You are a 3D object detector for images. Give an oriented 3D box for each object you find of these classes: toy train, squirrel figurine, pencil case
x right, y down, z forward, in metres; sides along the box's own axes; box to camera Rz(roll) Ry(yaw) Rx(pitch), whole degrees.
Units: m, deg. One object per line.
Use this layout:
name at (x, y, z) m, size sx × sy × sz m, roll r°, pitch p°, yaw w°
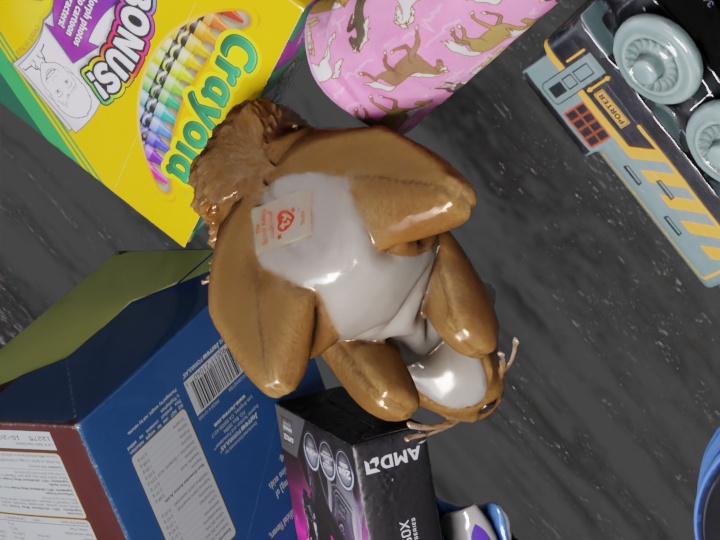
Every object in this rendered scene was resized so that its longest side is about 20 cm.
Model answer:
toy train at (0.168, -0.064, 0.866) m, size 0.200 × 0.085 × 0.114 m, roll 49°, pitch 147°, yaw -7°
squirrel figurine at (0.000, 0.000, 0.975) m, size 0.200 × 0.142 × 0.187 m, roll 41°, pitch -177°, yaw 38°
pencil case at (0.051, -0.148, 0.882) m, size 0.083 × 0.087 × 0.200 m, roll 37°, pitch 135°, yaw -12°

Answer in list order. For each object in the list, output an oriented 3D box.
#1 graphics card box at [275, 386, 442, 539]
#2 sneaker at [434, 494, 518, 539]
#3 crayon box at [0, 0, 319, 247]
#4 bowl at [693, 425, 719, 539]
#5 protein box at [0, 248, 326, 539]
graphics card box at (0.007, 0.177, 1.065) m, size 0.125 × 0.051 × 0.201 m, roll -160°, pitch 60°, yaw -66°
sneaker at (0.081, 0.213, 1.072) m, size 0.200 × 0.080 × 0.147 m, roll 41°, pitch 152°, yaw 57°
crayon box at (-0.121, -0.139, 1.027) m, size 0.172 × 0.058 × 0.200 m, roll 38°, pitch 134°, yaw 7°
bowl at (0.270, 0.148, 0.965) m, size 0.200 × 0.039 × 0.201 m, roll 18°, pitch 129°, yaw 24°
protein box at (-0.123, 0.121, 1.111) m, size 0.134 × 0.199 × 0.201 m, roll -1°, pitch 120°, yaw 36°
